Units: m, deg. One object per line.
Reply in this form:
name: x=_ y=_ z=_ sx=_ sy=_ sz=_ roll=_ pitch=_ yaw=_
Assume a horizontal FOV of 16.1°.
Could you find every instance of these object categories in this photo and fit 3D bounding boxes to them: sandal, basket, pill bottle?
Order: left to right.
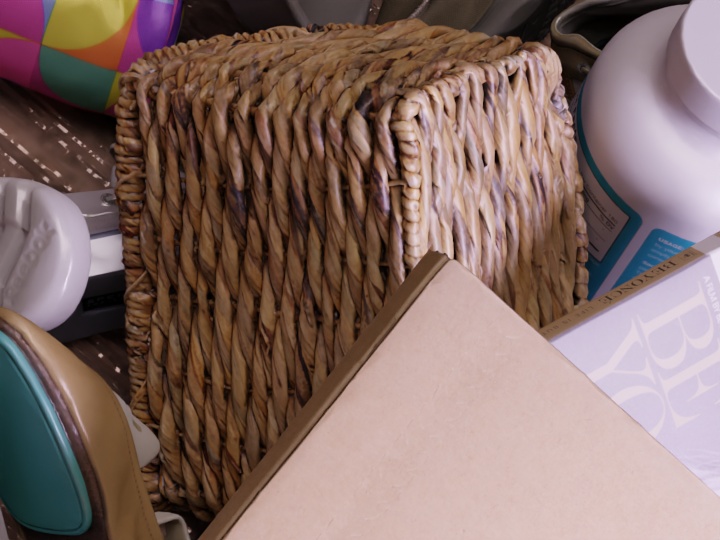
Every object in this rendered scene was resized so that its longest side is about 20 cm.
sandal: x=-0.174 y=-0.007 z=1.016 sx=0.050 sy=0.202 sz=0.083 roll=16 pitch=90 yaw=-48
basket: x=0.000 y=0.000 z=1.034 sx=0.149 sy=0.200 sz=0.143 roll=7 pitch=20 yaw=33
pill bottle: x=0.134 y=-0.038 z=1.083 sx=0.111 sy=0.200 sz=0.111 roll=8 pitch=59 yaw=-13

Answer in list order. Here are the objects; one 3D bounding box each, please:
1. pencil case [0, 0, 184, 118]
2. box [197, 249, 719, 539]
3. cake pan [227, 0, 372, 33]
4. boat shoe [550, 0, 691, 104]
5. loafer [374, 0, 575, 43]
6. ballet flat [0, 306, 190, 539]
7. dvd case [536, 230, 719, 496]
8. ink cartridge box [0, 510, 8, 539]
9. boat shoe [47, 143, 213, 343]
pencil case: x=-0.168 y=-0.135 z=1.119 sx=0.200 sy=0.088 sz=0.088 roll=17 pitch=57 yaw=-6
box: x=0.024 y=0.120 z=0.906 sx=0.163 sy=0.021 sz=0.200 roll=41 pitch=82 yaw=-18
cake pan: x=-0.037 y=-0.194 z=1.140 sx=0.037 sy=0.200 sz=0.201 roll=-6 pitch=57 yaw=16
boat shoe: x=0.176 y=-0.093 z=1.136 sx=0.200 sy=0.068 sz=0.075 roll=-3 pitch=52 yaw=33
loafer: x=0.035 y=-0.113 z=1.180 sx=0.070 sy=0.075 sz=0.200 roll=36 pitch=48 yaw=12
ballet flat: x=-0.100 y=0.094 z=0.974 sx=0.063 sy=0.069 sz=0.200 roll=-34 pitch=119 yaw=-41
dvd case: x=0.088 y=0.091 z=0.981 sx=0.200 sy=0.016 sz=0.149 roll=-28 pitch=113 yaw=-16
ink cartridge box: x=-0.188 y=0.123 z=0.935 sx=0.068 sy=0.115 sz=0.200 roll=21 pitch=55 yaw=18
boat shoe: x=-0.089 y=-0.024 z=1.090 sx=0.202 sy=0.075 sz=0.086 roll=-12 pitch=61 yaw=-12
